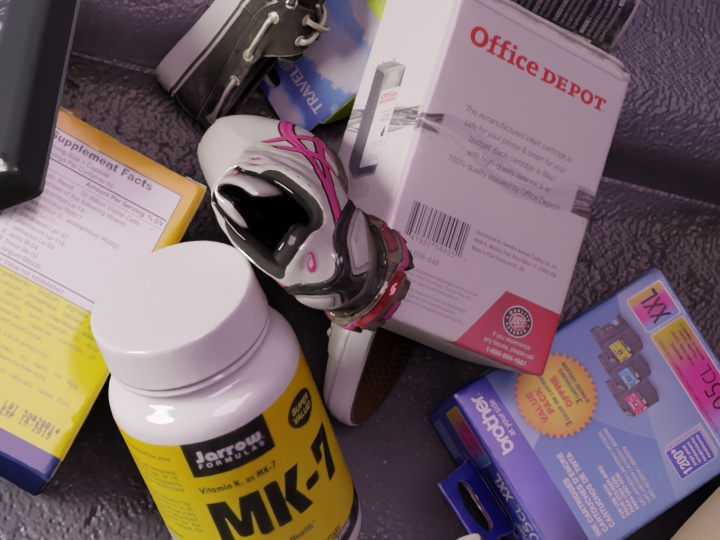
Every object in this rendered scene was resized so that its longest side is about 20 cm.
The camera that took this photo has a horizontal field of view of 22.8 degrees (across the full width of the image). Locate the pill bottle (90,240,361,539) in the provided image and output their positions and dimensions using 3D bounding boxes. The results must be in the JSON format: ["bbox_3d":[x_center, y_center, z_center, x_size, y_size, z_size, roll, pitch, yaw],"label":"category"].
[{"bbox_3d":[-0.078,0.089,1.031,0.114,0.200,0.114,-13,37,10],"label":"pill bottle"}]

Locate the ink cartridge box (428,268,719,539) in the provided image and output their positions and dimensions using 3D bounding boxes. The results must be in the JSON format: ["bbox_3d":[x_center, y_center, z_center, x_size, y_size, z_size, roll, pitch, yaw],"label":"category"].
[{"bbox_3d":[0.139,0.109,1.145,0.200,0.076,0.137,-31,83,-16],"label":"ink cartridge box"}]

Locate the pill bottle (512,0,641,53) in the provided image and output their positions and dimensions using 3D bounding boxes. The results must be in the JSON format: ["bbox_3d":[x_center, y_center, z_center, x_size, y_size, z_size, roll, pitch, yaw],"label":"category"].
[{"bbox_3d":[0.095,-0.228,1.208,0.199,0.106,0.107,23,72,-5],"label":"pill bottle"}]

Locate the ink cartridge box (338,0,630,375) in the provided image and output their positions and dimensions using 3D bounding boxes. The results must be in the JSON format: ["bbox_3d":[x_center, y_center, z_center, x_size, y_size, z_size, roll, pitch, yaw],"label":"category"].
[{"bbox_3d":[0.064,-0.055,1.075,0.145,0.085,0.201,23,83,-33],"label":"ink cartridge box"}]

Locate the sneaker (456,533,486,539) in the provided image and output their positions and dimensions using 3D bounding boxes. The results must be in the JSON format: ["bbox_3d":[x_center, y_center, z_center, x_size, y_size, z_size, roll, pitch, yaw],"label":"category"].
[{"bbox_3d":[-0.007,0.209,1.071,0.199,0.073,0.071,-19,105,-4],"label":"sneaker"}]

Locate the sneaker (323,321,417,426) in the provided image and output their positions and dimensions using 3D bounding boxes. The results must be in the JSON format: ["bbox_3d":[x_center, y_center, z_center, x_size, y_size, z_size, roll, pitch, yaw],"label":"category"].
[{"bbox_3d":[0.000,0.000,1.159,0.084,0.073,0.201,12,77,24],"label":"sneaker"}]

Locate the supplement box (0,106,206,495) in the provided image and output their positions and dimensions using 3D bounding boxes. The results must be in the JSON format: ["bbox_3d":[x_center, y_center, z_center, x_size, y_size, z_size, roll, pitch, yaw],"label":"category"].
[{"bbox_3d":[-0.191,0.020,1.076,0.109,0.110,0.200,29,73,-7],"label":"supplement box"}]

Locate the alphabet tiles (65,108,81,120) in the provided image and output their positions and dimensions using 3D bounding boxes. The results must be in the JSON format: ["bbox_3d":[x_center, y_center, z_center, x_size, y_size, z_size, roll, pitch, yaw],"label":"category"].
[{"bbox_3d":[-0.281,-0.061,1.139,0.199,0.006,0.167,3,74,-11],"label":"alphabet tiles"}]

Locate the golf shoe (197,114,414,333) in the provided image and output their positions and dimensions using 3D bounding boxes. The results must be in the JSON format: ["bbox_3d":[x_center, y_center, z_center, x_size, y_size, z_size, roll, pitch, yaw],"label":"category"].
[{"bbox_3d":[-0.048,-0.045,1.004,0.092,0.200,0.073,31,98,-40],"label":"golf shoe"}]

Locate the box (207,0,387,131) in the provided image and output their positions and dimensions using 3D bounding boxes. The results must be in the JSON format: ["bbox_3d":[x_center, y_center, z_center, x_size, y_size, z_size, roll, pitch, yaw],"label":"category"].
[{"bbox_3d":[0.003,-0.188,1.157,0.048,0.200,0.122,-22,77,-55],"label":"box"}]

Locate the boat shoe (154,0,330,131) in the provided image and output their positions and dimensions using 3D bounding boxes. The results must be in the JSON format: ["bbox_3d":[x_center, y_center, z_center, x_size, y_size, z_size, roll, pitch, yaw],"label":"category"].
[{"bbox_3d":[-0.050,-0.165,1.132,0.064,0.200,0.071,49,35,3],"label":"boat shoe"}]

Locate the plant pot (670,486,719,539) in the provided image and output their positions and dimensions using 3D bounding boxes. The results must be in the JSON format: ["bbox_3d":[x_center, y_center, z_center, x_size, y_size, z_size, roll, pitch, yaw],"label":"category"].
[{"bbox_3d":[0.232,0.234,1.089,0.200,0.187,0.188,-35,84,-4],"label":"plant pot"}]

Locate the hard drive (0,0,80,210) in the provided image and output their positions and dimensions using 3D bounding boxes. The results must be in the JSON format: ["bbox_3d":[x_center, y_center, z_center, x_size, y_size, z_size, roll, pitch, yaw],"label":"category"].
[{"bbox_3d":[-0.236,-0.114,1.075,0.033,0.139,0.201,43,41,-43],"label":"hard drive"}]
